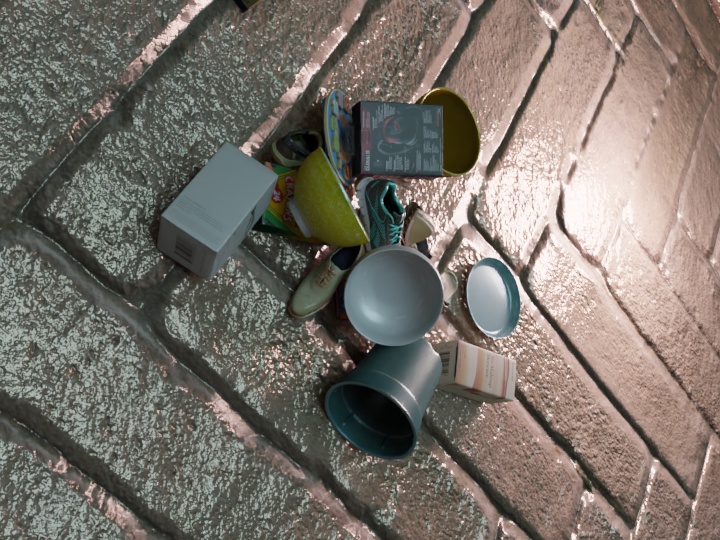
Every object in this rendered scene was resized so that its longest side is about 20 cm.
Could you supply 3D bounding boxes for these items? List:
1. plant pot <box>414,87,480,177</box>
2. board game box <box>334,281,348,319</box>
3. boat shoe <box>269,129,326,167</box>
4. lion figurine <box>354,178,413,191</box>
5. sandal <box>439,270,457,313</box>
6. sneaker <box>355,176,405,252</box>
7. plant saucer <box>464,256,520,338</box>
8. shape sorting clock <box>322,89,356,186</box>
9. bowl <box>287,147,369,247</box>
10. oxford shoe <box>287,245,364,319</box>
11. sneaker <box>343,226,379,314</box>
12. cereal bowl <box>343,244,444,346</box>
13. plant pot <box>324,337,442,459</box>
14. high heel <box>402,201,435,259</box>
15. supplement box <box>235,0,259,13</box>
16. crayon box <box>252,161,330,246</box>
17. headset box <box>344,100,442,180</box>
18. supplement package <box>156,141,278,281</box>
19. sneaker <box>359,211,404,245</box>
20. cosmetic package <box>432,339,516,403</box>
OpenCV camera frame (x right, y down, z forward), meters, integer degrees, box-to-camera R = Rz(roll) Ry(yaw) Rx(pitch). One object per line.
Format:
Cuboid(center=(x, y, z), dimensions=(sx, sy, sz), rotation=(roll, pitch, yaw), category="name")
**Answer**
Cuboid(center=(0.155, -0.295, 1.805), dimensions=(0.199, 0.141, 0.202), rotation=(10, 75, -38), category="plant pot")
Cuboid(center=(0.026, 0.056, 1.700), dimensions=(0.199, 0.019, 0.104), rotation=(5, 75, -40), category="board game box")
Cuboid(center=(-0.099, -0.250, 1.606), dimensions=(0.200, 0.065, 0.074), rotation=(-24, 84, -55), category="boat shoe")
Cuboid(center=(0.041, -0.202, 1.711), dimensions=(0.122, 0.073, 0.200), rotation=(35, 44, 17), category="lion figurine")
Cuboid(center=(0.172, 0.062, 1.796), dimensions=(0.201, 0.057, 0.080), rotation=(-49, 117, -40), category="sandal")
Cuboid(center=(0.053, -0.091, 1.584), dimensions=(0.077, 0.091, 0.202), rotation=(-25, 102, -37), category="sneaker")
Cuboid(center=(0.320, 0.068, 1.946), dimensions=(0.199, 0.027, 0.202), rotation=(9, 75, -39), category="plant saucer")
Cuboid(center=(-0.035, -0.277, 1.656), dimensions=(0.200, 0.039, 0.202), rotation=(-10, 90, -73), category="shape sorting clock")
Cuboid(center=(-0.074, -0.120, 1.511), dimensions=(0.107, 0.200, 0.201), rotation=(-28, 102, 2), category="bowl")
Cuboid(center=(-0.069, 0.011, 1.562), dimensions=(0.071, 0.074, 0.200), rotation=(39, 75, 11), category="oxford shoe")
Cuboid(center=(0.000, 0.000, 1.631), dimensions=(0.086, 0.074, 0.202), rotation=(-11, 83, -39), category="sneaker")
Cuboid(center=(0.064, 0.042, 1.564), dimensions=(0.201, 0.199, 0.083), rotation=(58, 9, -15), category="cereal bowl")
Cuboid(center=(0.060, 0.236, 1.592), dimensions=(0.201, 0.199, 0.196), rotation=(56, 43, -17), category="plant pot")
Cuboid(center=(0.114, -0.123, 1.723), dimensions=(0.200, 0.071, 0.144), rotation=(69, 6, -63), category="high heel")
Cuboid(center=(-0.156, -0.644, 1.572), dimensions=(0.200, 0.199, 0.135), rotation=(-46, 110, -37), category="supplement box")
Cuboid(center=(-0.123, -0.129, 1.591), dimensions=(0.199, 0.051, 0.128), rotation=(11, 73, -39), category="crayon box")
Cuboid(center=(0.065, -0.265, 1.630), dimensions=(0.198, 0.075, 0.150), rotation=(-1, 90, -16), category="headset box")
Cuboid(center=(-0.252, -0.105, 1.407), dimensions=(0.117, 0.117, 0.201), rotation=(32, 58, 1), category="supplement package")
Cuboid(center=(0.065, -0.054, 1.728), dimensions=(0.112, 0.073, 0.201), rotation=(23, 44, -60), category="sneaker")
Cuboid(center=(0.259, 0.234, 1.818), dimensions=(0.199, 0.087, 0.104), rotation=(20, 67, -36), category="cosmetic package")
